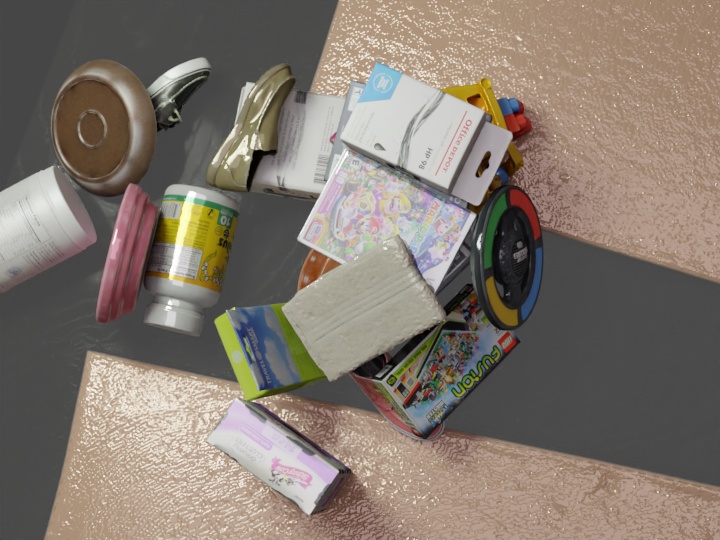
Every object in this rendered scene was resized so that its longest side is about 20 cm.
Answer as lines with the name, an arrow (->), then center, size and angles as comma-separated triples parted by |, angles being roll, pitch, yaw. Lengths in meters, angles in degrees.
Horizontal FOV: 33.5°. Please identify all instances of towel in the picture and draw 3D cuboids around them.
towel -> 0.003, 0.053, 1.586 | 0.200, 0.034, 0.133 | -29, 96, 23

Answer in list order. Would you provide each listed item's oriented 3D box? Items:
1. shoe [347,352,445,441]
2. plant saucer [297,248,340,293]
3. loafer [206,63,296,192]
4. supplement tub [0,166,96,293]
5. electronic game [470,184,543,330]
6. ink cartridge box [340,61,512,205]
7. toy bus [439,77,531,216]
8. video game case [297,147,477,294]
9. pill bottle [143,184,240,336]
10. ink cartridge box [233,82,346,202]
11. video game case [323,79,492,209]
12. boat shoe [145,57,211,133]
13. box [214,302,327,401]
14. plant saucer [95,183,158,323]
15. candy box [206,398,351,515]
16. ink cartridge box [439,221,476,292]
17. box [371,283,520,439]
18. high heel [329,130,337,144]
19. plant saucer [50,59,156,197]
shoe -> 0.037, 0.161, 1.673 | 0.071, 0.091, 0.200 | -45, 80, -3
plant saucer -> 0.000, 0.000, 1.684 | 0.200, 0.032, 0.201 | -23, 46, 26
loafer -> -0.140, -0.193, 1.672 | 0.067, 0.076, 0.200 | 31, 94, 7
supplement tub -> -0.499, -0.050, 1.729 | 0.200, 0.132, 0.132 | -28, 80, -2
electronic game -> 0.205, -0.018, 1.644 | 0.042, 0.200, 0.200 | 1, 80, 33
ink cartridge box -> 0.089, -0.178, 1.576 | 0.200, 0.067, 0.116 | 25, 89, 9
toy bus -> 0.166, -0.171, 1.711 | 0.192, 0.136, 0.200 | -17, 82, -15
video game case -> 0.035, -0.057, 1.599 | 0.200, 0.018, 0.143 | 28, 89, 9
pill bottle -> -0.246, -0.013, 1.713 | 0.113, 0.113, 0.200 | 12, 81, 6
ink cartridge box -> -0.081, -0.179, 1.742 | 0.200, 0.083, 0.147 | 10, 81, 5
video game case -> 0.064, -0.165, 1.621 | 0.200, 0.019, 0.143 | 15, 88, 8
boat shoe -> -0.295, -0.237, 1.779 | 0.200, 0.071, 0.064 | -36, 79, 6
box -> -0.120, 0.108, 1.641 | 0.048, 0.200, 0.122 | -29, 78, 27
plant saucer -> -0.324, -0.020, 1.681 | 0.051, 0.201, 0.201 | 14, 82, -7
candy box -> -0.104, 0.251, 1.615 | 0.168, 0.200, 0.072 | 35, 85, 8
ink cartridge box -> 0.102, 0.014, 1.689 | 0.200, 0.099, 0.039 | -45, 83, -4
box -> 0.120, 0.123, 1.655 | 0.200, 0.035, 0.110 | -44, 108, -18
high heel -> 0.038, -0.120, 1.657 | 0.096, 0.067, 0.200 | -25, 88, -17
plant saucer -> -0.384, -0.206, 1.748 | 0.200, 0.032, 0.201 | 5, 99, 29
